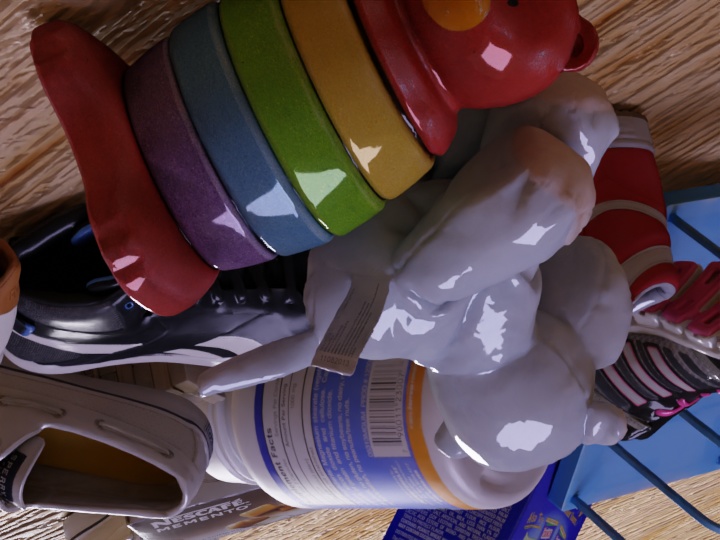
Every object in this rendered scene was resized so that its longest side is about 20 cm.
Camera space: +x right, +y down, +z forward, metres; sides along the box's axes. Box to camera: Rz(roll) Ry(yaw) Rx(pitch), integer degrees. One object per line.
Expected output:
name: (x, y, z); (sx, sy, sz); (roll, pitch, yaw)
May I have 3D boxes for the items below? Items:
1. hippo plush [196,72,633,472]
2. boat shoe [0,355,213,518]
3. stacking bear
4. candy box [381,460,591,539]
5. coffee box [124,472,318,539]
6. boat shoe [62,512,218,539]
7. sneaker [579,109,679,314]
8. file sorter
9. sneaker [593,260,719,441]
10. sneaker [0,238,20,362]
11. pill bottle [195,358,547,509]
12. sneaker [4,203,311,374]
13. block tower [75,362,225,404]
hippo plush: (0.066, 0.013, 1.115); (0.159, 0.200, 0.161); (-12, 131, 42)
boat shoe: (-0.178, 0.091, 1.327); (0.199, 0.070, 0.071); (12, 120, -1)
stacking bear: (-0.008, -0.073, 1.005); (0.199, 0.122, 0.114); (-25, 159, 9)
candy box: (0.096, 0.111, 1.517); (0.077, 0.201, 0.169); (25, 172, 18)
coffee box: (-0.046, 0.102, 1.562); (0.199, 0.080, 0.114); (-15, 163, 1)
boat shoe: (-0.136, 0.183, 1.734); (0.074, 0.086, 0.202); (0, 158, -39)
sneaker: (0.063, -0.010, 1.239); (0.199, 0.113, 0.071); (-9, 162, -19)
file sorter: (0.217, 0.065, 1.409); (0.138, 0.123, 0.201); (-10, 127, -40)
sneaker: (0.163, 0.047, 1.314); (0.199, 0.088, 0.074); (9, -148, 37)
sneaker: (-0.245, 0.001, 1.138); (0.199, 0.073, 0.085); (4, 125, -33)
pill bottle: (0.000, 0.076, 1.415); (0.199, 0.113, 0.112); (-4, 173, 41)
sneaker: (-0.081, 0.003, 1.231); (0.199, 0.073, 0.112); (-11, 164, -6)
block tower: (-0.176, 0.070, 1.399); (0.199, 0.058, 0.054); (-18, 163, 17)
